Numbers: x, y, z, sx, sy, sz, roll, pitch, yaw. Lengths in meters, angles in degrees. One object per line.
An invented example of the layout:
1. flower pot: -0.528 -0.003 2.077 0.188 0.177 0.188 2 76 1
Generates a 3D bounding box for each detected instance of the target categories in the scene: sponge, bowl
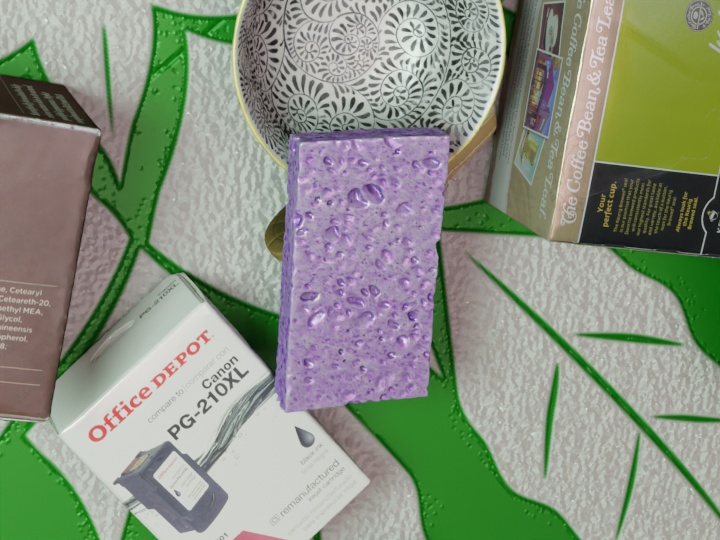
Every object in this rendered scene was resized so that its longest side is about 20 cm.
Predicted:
1. sponge: 0.000 0.000 1.336 0.111 0.030 0.201 -4 111 -20
2. bowl: -0.006 -0.162 1.351 0.199 0.094 0.202 -5 107 -17

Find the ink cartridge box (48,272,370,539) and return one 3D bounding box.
1. ink cartridge box: -0.114 0.125 1.400 0.145 0.084 0.200 -43 113 -4

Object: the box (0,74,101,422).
1. box: -0.278 -0.025 1.260 0.163 0.166 0.201 8 103 -19

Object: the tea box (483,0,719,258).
1. tea box: 0.216 -0.124 1.413 0.196 0.134 0.201 6 103 -20

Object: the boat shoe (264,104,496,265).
1. boat shoe: 0.022 -0.059 1.408 0.200 0.074 0.067 -36 126 -5
